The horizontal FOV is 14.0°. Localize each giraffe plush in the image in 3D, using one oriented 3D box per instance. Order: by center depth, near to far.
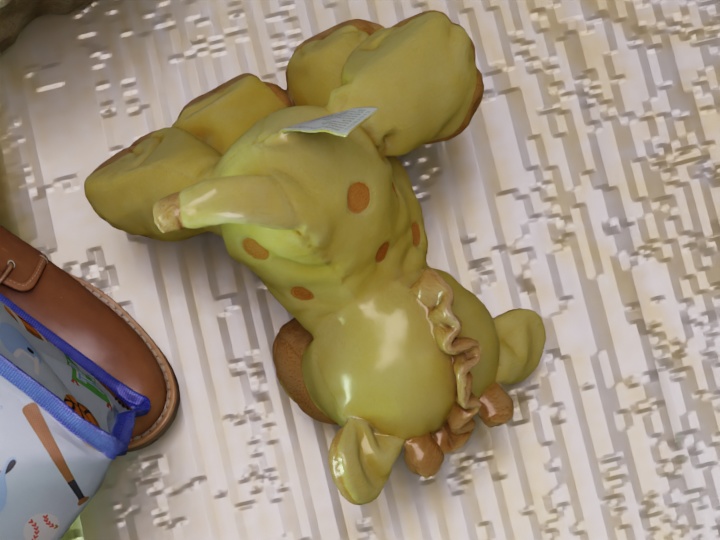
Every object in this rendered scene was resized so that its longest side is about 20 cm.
[{"bbox_3d":[0.000,0.000,1.230,0.172,0.200,0.163,-28,106,-6],"label":"giraffe plush"}]

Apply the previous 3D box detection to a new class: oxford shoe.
[{"bbox_3d":[-0.166,0.011,1.270,0.200,0.071,0.071,34,80,8],"label":"oxford shoe"}]

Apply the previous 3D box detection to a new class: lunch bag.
[{"bbox_3d":[-0.216,0.067,1.197,0.200,0.124,0.170,39,96,-4],"label":"lunch bag"}]

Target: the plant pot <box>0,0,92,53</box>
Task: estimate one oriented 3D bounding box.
[{"bbox_3d":[-0.182,-0.192,1.267,0.200,0.200,0.184,-30,89,-3],"label":"plant pot"}]
